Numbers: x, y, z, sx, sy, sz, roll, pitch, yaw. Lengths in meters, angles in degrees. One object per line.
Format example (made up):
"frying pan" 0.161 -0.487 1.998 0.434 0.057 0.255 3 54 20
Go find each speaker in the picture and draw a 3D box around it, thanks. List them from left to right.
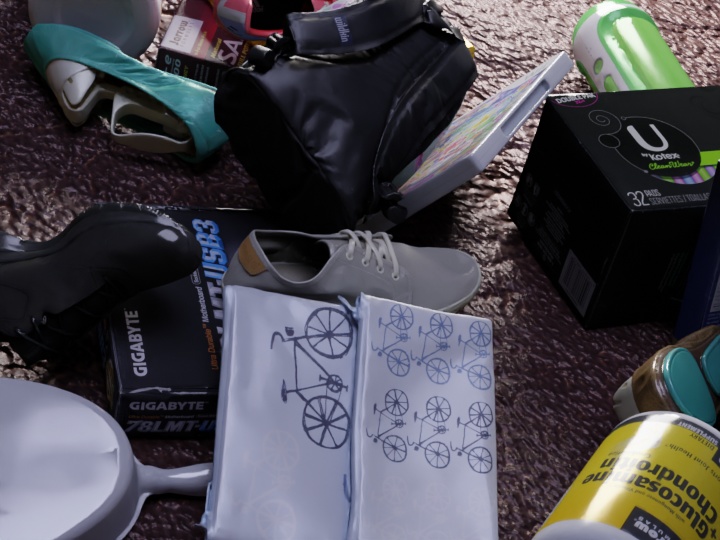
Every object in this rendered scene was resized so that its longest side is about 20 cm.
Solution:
"speaker" 0.258 -0.162 1.513 0.088 0.089 0.201 1 40 -19

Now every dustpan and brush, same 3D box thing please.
"dustpan and brush" -0.161 0.128 1.041 0.198 0.057 0.140 -5 53 -15

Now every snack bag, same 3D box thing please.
"snack bag" -0.003 0.099 1.081 0.198 0.021 0.190 12 60 -16

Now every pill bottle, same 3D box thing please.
"pill bottle" -0.224 -0.272 1.454 0.111 0.113 0.201 8 38 -9
"pill bottle" 0.164 0.182 1.033 0.111 0.113 0.200 29 39 16

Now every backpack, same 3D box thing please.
"backpack" -0.008 -0.132 1.253 0.200 0.126 0.168 -45 109 -38

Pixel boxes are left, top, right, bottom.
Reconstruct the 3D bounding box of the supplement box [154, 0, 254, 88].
"supplement box" -0.069 -0.167 1.421 0.198 0.061 0.109 14 38 -1

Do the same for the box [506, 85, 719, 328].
"box" 0.248 -0.055 1.346 0.198 0.125 0.149 -7 45 -25

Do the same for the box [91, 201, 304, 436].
"box" -0.087 0.032 1.182 0.196 0.050 0.201 3 39 -18

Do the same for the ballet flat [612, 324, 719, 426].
"ballet flat" 0.221 0.084 1.188 0.068 0.072 0.200 65 27 0

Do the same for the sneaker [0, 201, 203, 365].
"sneaker" -0.195 0.016 1.106 0.198 0.076 0.091 -13 54 21

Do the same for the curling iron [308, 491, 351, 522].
"curling iron" 0.023 0.121 1.126 0.199 0.026 0.050 -25 60 -40

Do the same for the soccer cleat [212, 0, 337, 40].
"soccer cleat" -0.022 -0.217 1.342 0.198 0.067 0.076 -9 26 -22

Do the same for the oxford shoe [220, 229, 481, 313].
"oxford shoe" 0.000 0.000 1.169 0.198 0.058 0.075 -1 38 -25

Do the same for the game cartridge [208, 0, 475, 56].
"game cartridge" -0.027 -0.219 1.430 0.175 0.033 0.200 -14 45 -33

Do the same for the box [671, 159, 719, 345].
"box" 0.311 -0.027 1.267 0.120 0.202 0.032 -10 36 -27

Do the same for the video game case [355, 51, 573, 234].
"video game case" 0.082 -0.099 1.338 0.018 0.143 0.200 52 40 -8

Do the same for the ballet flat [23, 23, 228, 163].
"ballet flat" -0.197 -0.140 1.343 0.198 0.068 0.071 22 52 11
